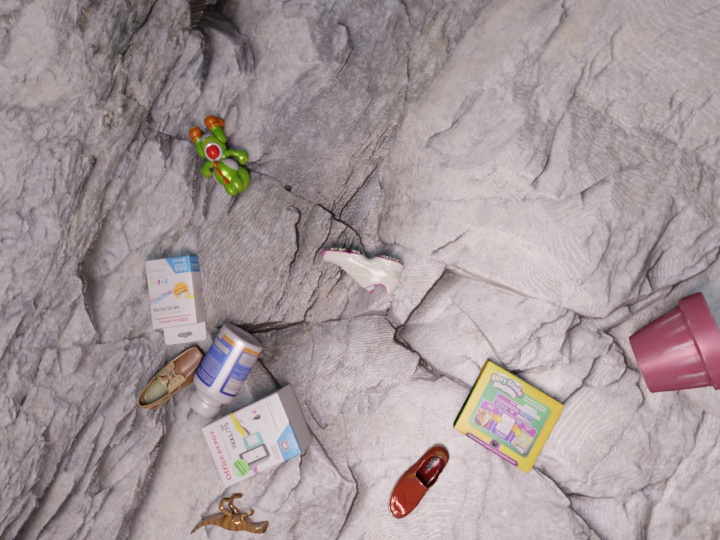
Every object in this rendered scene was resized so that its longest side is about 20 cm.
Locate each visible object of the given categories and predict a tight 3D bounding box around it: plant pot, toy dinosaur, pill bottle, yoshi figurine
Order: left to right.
[{"bbox_3d":[-0.322,0.238,1.749,0.110,0.112,0.203,32,93,6],"label":"pill bottle"},{"bbox_3d":[-0.325,-0.260,1.779,0.110,0.113,0.203,-17,69,-33],"label":"yoshi figurine"},{"bbox_3d":[-0.317,0.588,1.770,0.194,0.060,0.110,3,91,7],"label":"toy dinosaur"},{"bbox_3d":[0.685,0.172,1.606,0.175,0.199,0.205,-23,87,20],"label":"plant pot"}]

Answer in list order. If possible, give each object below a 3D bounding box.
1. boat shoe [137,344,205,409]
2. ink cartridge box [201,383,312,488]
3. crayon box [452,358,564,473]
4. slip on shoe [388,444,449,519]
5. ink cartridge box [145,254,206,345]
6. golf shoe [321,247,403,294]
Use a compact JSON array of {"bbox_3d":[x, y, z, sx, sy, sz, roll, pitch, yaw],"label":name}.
[{"bbox_3d":[-0.452,0.262,1.782,0.200,0.074,0.076,-45,85,4],"label":"boat shoe"},{"bbox_3d":[-0.235,0.378,1.719,0.196,0.146,0.150,-25,86,6],"label":"ink cartridge box"},{"bbox_3d":[0.335,0.329,1.700,0.197,0.058,0.176,30,91,6],"label":"crayon box"},{"bbox_3d":[0.132,0.489,1.720,0.074,0.061,0.201,40,95,4],"label":"slip on shoe"},{"bbox_3d":[-0.439,0.073,1.786,0.112,0.068,0.207,-8,89,6],"label":"ink cartridge box"},{"bbox_3d":[0.000,0.000,1.736,0.194,0.075,0.094,12,94,8],"label":"golf shoe"}]
